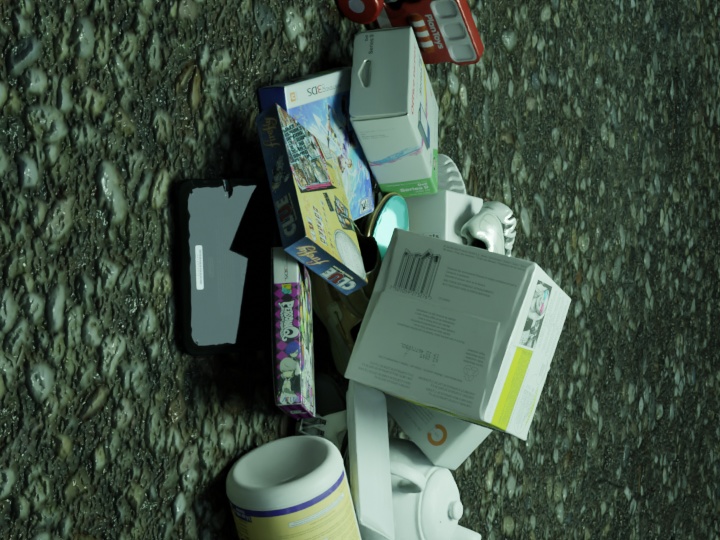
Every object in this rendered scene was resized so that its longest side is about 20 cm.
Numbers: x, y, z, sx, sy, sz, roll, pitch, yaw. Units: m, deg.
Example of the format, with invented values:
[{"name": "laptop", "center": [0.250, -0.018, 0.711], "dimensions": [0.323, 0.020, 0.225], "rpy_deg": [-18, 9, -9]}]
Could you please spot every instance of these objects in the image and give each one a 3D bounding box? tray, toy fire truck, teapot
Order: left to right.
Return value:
[{"name": "tray", "center": [0.009, 0.237, 1.681], "dimensions": [0.107, 0.022, 0.202], "rpy_deg": [43, 39, -55]}, {"name": "teapot", "center": [0.072, 0.325, 1.835], "dimensions": [0.199, 0.144, 0.200], "rpy_deg": [-24, 109, -56]}, {"name": "toy fire truck", "center": [0.072, -0.370, 1.829], "dimensions": [0.113, 0.166, 0.201], "rpy_deg": [-61, 138, -40]}]

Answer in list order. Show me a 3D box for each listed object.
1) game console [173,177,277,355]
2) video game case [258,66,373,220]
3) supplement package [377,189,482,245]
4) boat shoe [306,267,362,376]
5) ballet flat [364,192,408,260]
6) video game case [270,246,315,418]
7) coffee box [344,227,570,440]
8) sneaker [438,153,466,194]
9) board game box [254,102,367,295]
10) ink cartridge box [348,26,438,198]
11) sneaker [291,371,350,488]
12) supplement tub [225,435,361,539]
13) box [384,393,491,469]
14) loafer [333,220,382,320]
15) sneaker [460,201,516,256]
[{"name": "game console", "center": [-0.155, -0.007, 1.581], "dimensions": [0.174, 0.116, 0.203], "rpy_deg": [-3, 92, -29]}, {"name": "video game case", "center": [-0.053, -0.154, 1.732], "dimensions": [0.181, 0.045, 0.203], "rpy_deg": [-28, 113, -55]}, {"name": "supplement package", "center": [0.099, -0.009, 1.914], "dimensions": [0.121, 0.118, 0.203], "rpy_deg": [8, 83, -58]}, {"name": "boat shoe", "center": [-0.016, 0.053, 1.768], "dimensions": [0.074, 0.066, 0.202], "rpy_deg": [-55, 134, -45]}, {"name": "ballet flat", "center": [0.022, -0.008, 1.840], "dimensions": [0.068, 0.063, 0.203], "rpy_deg": [12, 82, -34]}, {"name": "video game case", "center": [-0.080, 0.080, 1.590], "dimensions": [0.200, 0.035, 0.184], "rpy_deg": [77, 10, -78]}, {"name": "coffee box", "center": [0.129, 0.084, 1.688], "dimensions": [0.198, 0.198, 0.202], "rpy_deg": [32, 76, -64]}, {"name": "sneaker", "center": [0.129, -0.080, 2.039], "dimensions": [0.082, 0.074, 0.203], "rpy_deg": [-122, -159, -81]}, {"name": "board game box", "center": [-0.059, -0.085, 1.568], "dimensions": [0.135, 0.034, 0.202], "rpy_deg": [37, 31, -49]}, {"name": "ink cartridge box", "center": [0.049, -0.212, 1.802], "dimensions": [0.200, 0.086, 0.147], "rpy_deg": [61, 27, -57]}, {"name": "sneaker", "center": [-0.056, 0.233, 1.689], "dimensions": [0.088, 0.073, 0.203], "rpy_deg": [-19, 105, -60]}, {"name": "supplement tub", "center": [-0.073, 0.318, 1.589], "dimensions": [0.145, 0.144, 0.203], "rpy_deg": [-39, 122, -53]}, {"name": "box", "center": [0.144, 0.159, 1.832], "dimensions": [0.200, 0.124, 0.097], "rpy_deg": [-47, 155, 6]}, {"name": "loafer", "center": [0.000, 0.000, 1.690], "dimensions": [0.200, 0.067, 0.077], "rpy_deg": [43, 46, -42]}, {"name": "sneaker", "center": [0.187, 0.006, 1.890], "dimensions": [0.081, 0.075, 0.202], "rpy_deg": [-32, 116, -41]}]
